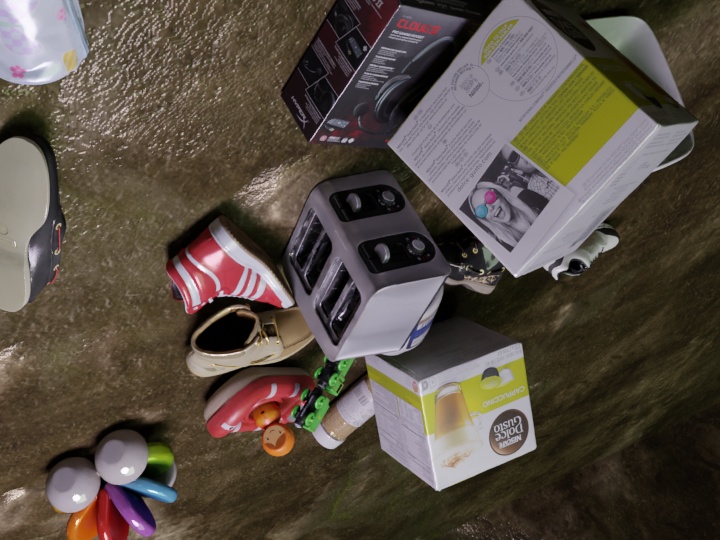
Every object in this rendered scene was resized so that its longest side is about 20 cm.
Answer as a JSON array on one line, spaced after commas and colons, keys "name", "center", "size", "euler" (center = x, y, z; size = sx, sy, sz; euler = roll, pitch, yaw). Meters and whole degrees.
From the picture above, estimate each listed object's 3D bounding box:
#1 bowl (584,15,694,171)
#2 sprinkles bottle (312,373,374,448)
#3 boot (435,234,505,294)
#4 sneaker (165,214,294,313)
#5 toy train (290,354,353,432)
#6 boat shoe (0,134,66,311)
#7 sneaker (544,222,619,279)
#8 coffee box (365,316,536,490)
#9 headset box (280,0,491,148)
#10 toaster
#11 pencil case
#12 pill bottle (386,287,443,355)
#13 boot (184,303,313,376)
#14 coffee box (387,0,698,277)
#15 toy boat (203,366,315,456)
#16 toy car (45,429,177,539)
[{"name": "bowl", "center": [0.286, -0.197, 1.148], "size": [0.200, 0.200, 0.075], "euler": [-16, 171, -23]}, {"name": "sprinkles bottle", "center": [-0.003, 0.245, 1.730], "size": [0.200, 0.068, 0.068], "euler": [-43, 151, 23]}, {"name": "boot", "center": [0.181, -0.045, 1.419], "size": [0.200, 0.073, 0.151], "euler": [21, 119, -45]}, {"name": "sneaker", "center": [-0.165, 0.016, 1.174], "size": [0.112, 0.071, 0.200], "euler": [-36, 145, 3]}, {"name": "toy train", "center": [-0.043, 0.164, 1.489], "size": [0.200, 0.042, 0.056], "euler": [-59, 150, -15]}, {"name": "boat shoe", "center": [-0.324, -0.052, 0.914], "size": [0.063, 0.074, 0.202], "euler": [-54, 169, -52]}, {"name": "sneaker", "center": [0.382, -0.028, 1.643], "size": [0.200, 0.080, 0.074], "euler": [-13, 147, -33]}, {"name": "coffee box", "center": [0.149, 0.217, 1.590], "size": [0.199, 0.200, 0.198], "euler": [-17, 107, -23]}, {"name": "headset box", "center": [0.034, -0.221, 0.965], "size": [0.149, 0.077, 0.200], "euler": [-3, 144, -43]}, {"name": "toaster", "center": [0.000, 0.000, 1.199], "size": [0.118, 0.181, 0.200], "euler": [-8, 145, -32]}, {"name": "pencil case", "center": [-0.243, -0.226, 0.668], "size": [0.090, 0.083, 0.200], "euler": [1, 146, -11]}, {"name": "pill bottle", "center": [0.054, 0.055, 1.393], "size": [0.111, 0.111, 0.200], "euler": [-23, 161, -14]}, {"name": "boot", "center": [-0.138, 0.082, 1.276], "size": [0.199, 0.073, 0.155], "euler": [-15, 167, -16]}, {"name": "coffee box", "center": [0.190, -0.144, 0.979], "size": [0.200, 0.198, 0.200], "euler": [-50, 164, 26]}, {"name": "toy boat", "center": [-0.148, 0.233, 1.495], "size": [0.200, 0.131, 0.131], "euler": [6, 136, -50]}, {"name": "toy car", "center": [-0.368, 0.347, 1.446], "size": [0.200, 0.150, 0.175], "euler": [-29, 153, -2]}]
